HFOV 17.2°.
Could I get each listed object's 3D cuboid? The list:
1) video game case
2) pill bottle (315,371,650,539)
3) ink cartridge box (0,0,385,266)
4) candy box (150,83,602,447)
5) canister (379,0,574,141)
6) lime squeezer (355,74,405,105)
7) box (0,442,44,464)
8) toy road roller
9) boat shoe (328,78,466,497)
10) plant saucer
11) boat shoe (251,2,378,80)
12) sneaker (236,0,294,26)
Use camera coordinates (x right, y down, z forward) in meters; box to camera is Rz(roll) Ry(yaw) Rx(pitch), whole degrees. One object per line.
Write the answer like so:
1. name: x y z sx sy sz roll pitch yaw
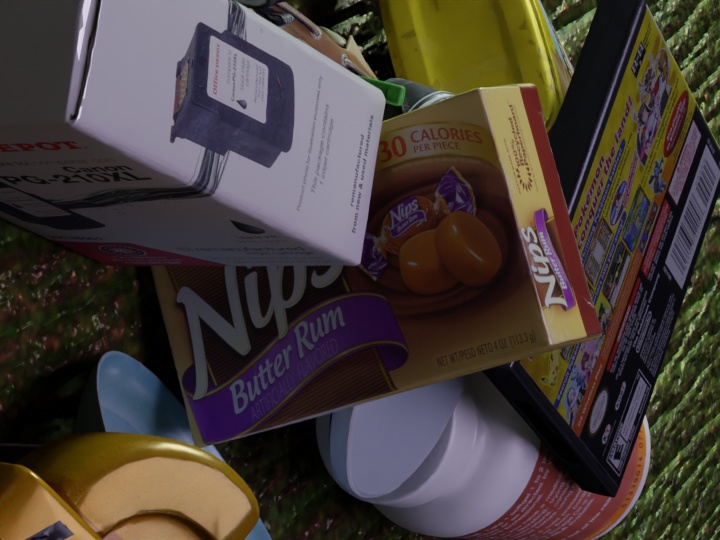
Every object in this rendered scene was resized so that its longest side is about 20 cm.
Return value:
1. video game case: 0.126 -0.009 1.195 0.181 0.025 0.201 49 58 -57
2. pill bottle: 0.065 0.088 1.268 0.200 0.112 0.113 15 77 -56
3. ink cartridge box: -0.105 -0.066 0.980 0.200 0.144 0.085 27 68 -53
4. candy box: 0.000 0.000 1.072 0.056 0.199 0.117 -8 83 -58
5. canister: 0.083 -0.071 1.255 0.200 0.086 0.149 52 20 -59
6. lime squeezer: -0.080 -0.106 1.065 0.199 0.071 0.038 14 77 -17
7. box: -0.144 0.198 1.007 0.159 0.046 0.201 53 47 -42
8. toy road roller: -0.132 0.099 0.883 0.200 0.123 0.146 48 69 -16
9. boat shoe: 0.010 0.008 1.143 0.073 0.068 0.200 -9 115 -40
10. plant saucer: -0.072 0.129 1.051 0.201 0.027 0.200 58 8 -12
11. boat shoe: -0.018 -0.085 1.180 0.200 0.075 0.074 34 58 -53
12. sneaker: -0.030 -0.204 1.042 0.078 0.139 0.201 -38 150 -56
